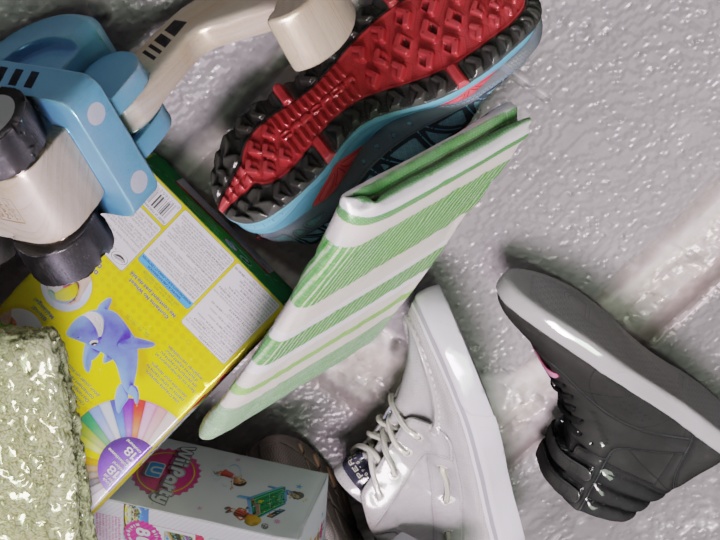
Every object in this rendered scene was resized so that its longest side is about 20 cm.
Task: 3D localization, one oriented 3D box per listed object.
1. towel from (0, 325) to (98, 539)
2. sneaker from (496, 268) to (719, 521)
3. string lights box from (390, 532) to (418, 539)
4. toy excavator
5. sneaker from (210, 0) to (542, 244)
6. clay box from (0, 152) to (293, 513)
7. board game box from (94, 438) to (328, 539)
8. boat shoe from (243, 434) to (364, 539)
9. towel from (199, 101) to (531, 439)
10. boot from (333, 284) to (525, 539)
[{"bbox_3d":[-0.213,0.114,1.593,0.147,0.037,0.201,2,120,8],"label":"towel"},{"bbox_3d":[0.125,0.080,1.730,0.099,0.071,0.200,-43,125,16],"label":"sneaker"},{"bbox_3d":[-0.019,0.239,1.678,0.059,0.200,0.103,25,125,27],"label":"string lights box"},{"bbox_3d":[-0.124,-0.095,1.553,0.194,0.200,0.100,10,143,42],"label":"toy excavator"},{"bbox_3d":[0.016,-0.086,1.605,0.199,0.080,0.095,-34,150,11],"label":"sneaker"},{"bbox_3d":[-0.142,0.047,1.631,0.115,0.048,0.200,45,102,2],"label":"clay box"},{"bbox_3d":[-0.123,0.169,1.725,0.199,0.064,0.148,12,128,11],"label":"board game box"},{"bbox_3d":[-0.028,0.182,1.783,0.073,0.075,0.201,-23,125,9],"label":"boat shoe"},{"bbox_3d":[0.000,0.000,1.598,0.023,0.152,0.200,47,136,12],"label":"towel"},{"bbox_3d":[0.030,0.102,1.730,0.095,0.074,0.201,-19,128,-3],"label":"boot"}]
